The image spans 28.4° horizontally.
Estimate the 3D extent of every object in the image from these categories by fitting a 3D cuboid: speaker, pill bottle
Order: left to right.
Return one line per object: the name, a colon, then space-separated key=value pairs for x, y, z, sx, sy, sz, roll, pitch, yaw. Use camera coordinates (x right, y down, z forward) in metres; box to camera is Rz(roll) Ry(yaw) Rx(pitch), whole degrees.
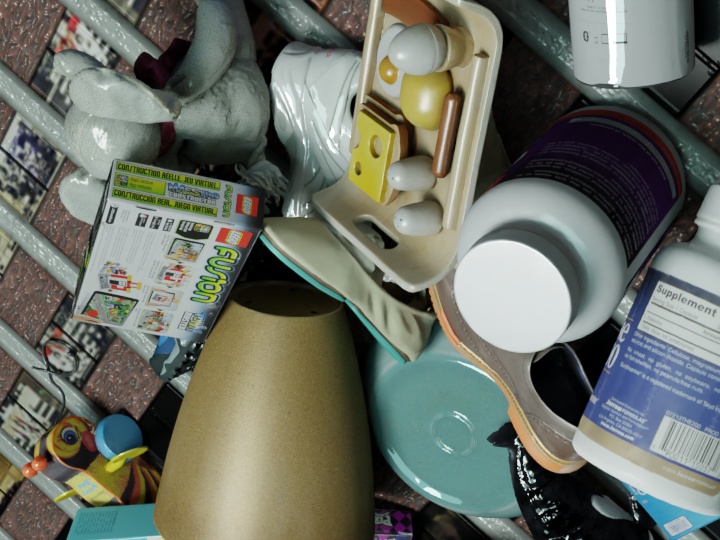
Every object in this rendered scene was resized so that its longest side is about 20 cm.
pill bottle: x=0.135 y=-0.027 z=0.935 sx=0.112 sy=0.200 sz=0.113 roll=14 pitch=121 yaw=24
speaker: x=0.165 y=-0.220 z=0.888 sx=0.081 sy=0.081 sz=0.200 roll=5 pitch=117 yaw=28
pill bottle: x=0.228 y=0.050 z=0.940 sx=0.111 sy=0.111 sz=0.200 roll=25 pitch=94 yaw=17

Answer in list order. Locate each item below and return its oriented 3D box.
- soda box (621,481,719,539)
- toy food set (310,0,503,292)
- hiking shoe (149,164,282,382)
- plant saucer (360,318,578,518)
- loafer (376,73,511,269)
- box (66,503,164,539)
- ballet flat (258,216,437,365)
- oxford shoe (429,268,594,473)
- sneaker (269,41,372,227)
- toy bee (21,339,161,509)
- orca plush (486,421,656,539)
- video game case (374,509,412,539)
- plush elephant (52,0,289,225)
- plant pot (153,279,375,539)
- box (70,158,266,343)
soda box: x=0.284 y=0.114 z=1.009 sx=0.064 sy=0.068 sz=0.200 roll=50 pitch=129 yaw=-3
toy food set: x=0.018 y=-0.106 z=0.942 sx=0.143 sy=0.060 sz=0.200 roll=42 pitch=130 yaw=47
hiking shoe: x=-0.137 y=0.004 z=1.202 sx=0.087 sy=0.074 sz=0.200 roll=39 pitch=119 yaw=16
plant saucer: x=0.081 y=0.125 z=1.155 sx=0.200 sy=0.036 sz=0.200 roll=13 pitch=121 yaw=23
loafer: x=0.068 y=-0.078 z=1.013 sx=0.200 sy=0.076 sz=0.068 roll=59 pitch=159 yaw=-6
box: x=-0.161 y=0.258 z=1.309 sx=0.200 sy=0.049 sz=0.082 roll=-5 pitch=120 yaw=7
ballet flat: x=0.000 y=0.000 z=1.057 sx=0.069 sy=0.070 sz=0.200 roll=-5 pitch=150 yaw=32
oxford shoe: x=0.119 y=0.049 z=1.045 sx=0.200 sy=0.071 sz=0.073 roll=55 pitch=155 yaw=13
sneaker: x=-0.006 y=-0.073 z=1.074 sx=0.099 sy=0.078 sz=0.200 roll=2 pitch=117 yaw=25
toy bee: x=-0.265 y=0.181 z=1.343 sx=0.200 sy=0.109 sz=0.131 roll=35 pitch=130 yaw=9
orca plush: x=0.177 y=0.200 z=1.094 sx=0.105 sy=0.071 sz=0.200 roll=-22 pitch=110 yaw=8
video game case: x=-0.056 y=0.292 z=1.273 sx=0.181 sy=0.036 sz=0.200 roll=4 pitch=123 yaw=-5
plush elephant: x=-0.155 y=-0.118 z=1.042 sx=0.165 sy=0.155 sz=0.200 roll=-61 pitch=42 yaw=41
plant pot: x=-0.070 y=0.117 z=1.163 sx=0.186 sy=0.186 sz=0.200 roll=15 pitch=110 yaw=23
box: x=-0.147 y=-0.009 z=1.054 sx=0.110 sy=0.035 sz=0.200 roll=11 pitch=151 yaw=-14
